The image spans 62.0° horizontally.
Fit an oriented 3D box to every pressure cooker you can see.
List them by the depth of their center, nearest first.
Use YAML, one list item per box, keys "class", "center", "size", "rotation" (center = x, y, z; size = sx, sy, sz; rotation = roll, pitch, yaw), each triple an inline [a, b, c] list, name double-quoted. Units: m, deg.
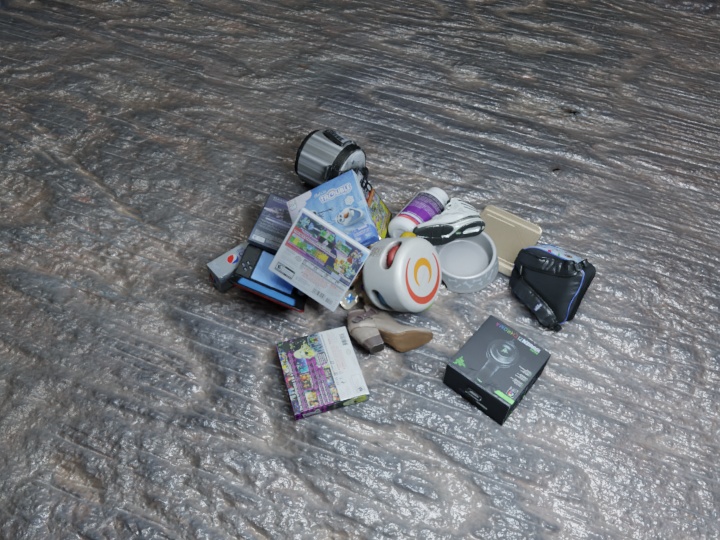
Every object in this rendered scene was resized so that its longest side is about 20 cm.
- class: "pressure cooker"
  center: [-0.075, -0.313, 1.808]
  size: [0.199, 0.179, 0.176]
  rotation: [30, 68, 22]

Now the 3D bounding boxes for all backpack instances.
- class: "backpack"
  center: [0.490, 0.021, 1.546]
  size: [0.190, 0.201, 0.154]
  rotation: [33, 25, 32]

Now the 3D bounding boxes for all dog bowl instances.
- class: "dog bowl"
  center: [0.282, -0.037, 1.643]
  size: [0.199, 0.059, 0.201]
  rotation: [-2, 57, 4]

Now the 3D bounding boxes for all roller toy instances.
- class: "roller toy"
  center: [0.100, 0.007, 1.492]
  size: [0.139, 0.201, 0.182]
  rotation: [1, 8, 43]

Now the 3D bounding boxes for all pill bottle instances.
- class: "pill bottle"
  center: [0.173, -0.152, 1.719]
  size: [0.112, 0.113, 0.200]
  rotation: [29, 55, 21]

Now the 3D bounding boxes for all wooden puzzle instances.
- class: "wooden puzzle"
  center: [0.401, -0.085, 1.727]
  size: [0.184, 0.037, 0.200]
  rotation: [28, 59, 20]

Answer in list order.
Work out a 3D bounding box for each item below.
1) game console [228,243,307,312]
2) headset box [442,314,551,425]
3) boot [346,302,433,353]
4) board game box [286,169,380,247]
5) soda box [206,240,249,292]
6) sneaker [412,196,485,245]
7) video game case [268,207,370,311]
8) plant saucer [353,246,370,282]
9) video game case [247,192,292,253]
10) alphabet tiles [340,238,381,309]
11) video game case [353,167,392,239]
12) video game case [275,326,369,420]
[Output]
- class: "game console"
  center: [-0.216, 0.014, 1.521]
  size: [0.199, 0.119, 0.173]
  rotation: [24, 63, -7]
- class: "headset box"
  center: [0.315, 0.235, 1.413]
  size: [0.174, 0.093, 0.200]
  rotation: [35, 58, 25]
- class: "boot"
  center: [0.066, 0.136, 1.508]
  size: [0.199, 0.071, 0.146]
  rotation: [-6, 38, -22]
- class: "board game box"
  center: [-0.073, -0.127, 1.530]
  size: [0.199, 0.043, 0.200]
  rotation: [-25, 66, 14]
- class: "soda box"
  center: [-0.313, -0.027, 1.622]
  size: [0.200, 0.068, 0.063]
  rotation: [-34, 61, -26]
- class: "sneaker"
  center: [0.230, -0.138, 1.646]
  size: [0.199, 0.076, 0.116]
  rotation: [-9, 48, -9]
- class: "video game case"
  center: [-0.103, -0.026, 1.477]
  size: [0.199, 0.183, 0.023]
  rotation: [33, 17, 4]
- class: "plant saucer"
  center: [-0.071, -0.045, 1.560]
  size: [0.199, 0.032, 0.201]
  rotation: [-3, 69, 8]
- class: "video game case"
  center: [-0.211, -0.121, 1.642]
  size: [0.142, 0.019, 0.201]
  rotation: [22, 45, -6]
- class: "alphabet tiles"
  center: [0.000, 0.000, 1.584]
  size: [0.195, 0.015, 0.200]
  rotation: [-41, 84, -6]
- class: "video game case"
  center: [0.019, -0.173, 1.676]
  size: [0.025, 0.181, 0.200]
  rotation: [-27, 24, 26]
- class: "video game case"
  center: [-0.093, 0.240, 1.429]
  size: [0.180, 0.036, 0.201]
  rotation: [-13, 52, -13]
